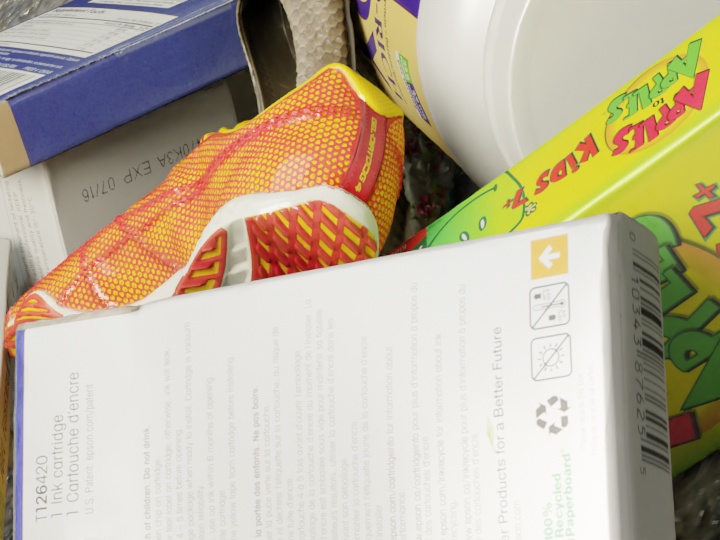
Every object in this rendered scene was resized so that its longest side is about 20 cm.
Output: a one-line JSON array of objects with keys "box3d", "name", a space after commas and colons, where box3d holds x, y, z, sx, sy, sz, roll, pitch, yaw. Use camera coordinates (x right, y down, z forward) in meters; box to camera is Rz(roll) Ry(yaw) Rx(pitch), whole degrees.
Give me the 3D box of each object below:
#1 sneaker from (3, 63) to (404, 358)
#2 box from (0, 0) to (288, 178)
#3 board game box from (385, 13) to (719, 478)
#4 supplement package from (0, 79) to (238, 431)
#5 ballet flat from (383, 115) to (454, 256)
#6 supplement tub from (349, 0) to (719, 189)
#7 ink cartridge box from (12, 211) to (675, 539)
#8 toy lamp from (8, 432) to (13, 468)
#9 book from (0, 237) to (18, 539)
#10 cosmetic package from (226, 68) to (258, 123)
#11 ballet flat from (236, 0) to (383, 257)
[{"box3d": [-0.050, -0.004, 0.762, 0.200, 0.073, 0.077, -25, 37, 44], "name": "sneaker"}, {"box3d": [-0.085, -0.094, 0.908, 0.199, 0.033, 0.121, -29, 22, -26], "name": "box"}, {"box3d": [0.109, -0.011, 0.682, 0.200, 0.102, 0.048, -36, 30, 22], "name": "board game box"}, {"box3d": [-0.151, -0.007, 0.962, 0.199, 0.118, 0.117, -1, 20, 38], "name": "supplement package"}, {"box3d": [0.000, 0.000, 0.874, 0.076, 0.064, 0.200, -36, 30, 22], "name": "ballet flat"}, {"box3d": [0.074, -0.097, 0.800, 0.145, 0.145, 0.200, -47, 26, 3], "name": "supplement tub"}, {"box3d": [-0.007, 0.097, 0.640, 0.199, 0.047, 0.199, -11, 72, 31], "name": "ink cartridge box"}, {"box3d": [-0.145, 0.078, 0.996, 0.058, 0.058, 0.200, -56, 28, -16], "name": "toy lamp"}, {"box3d": [-0.188, 0.069, 0.789, 0.133, 0.048, 0.201, -5, 41, -2], "name": "book"}, {"box3d": [-0.036, -0.092, 1.024, 0.200, 0.087, 0.104, -33, 30, 30], "name": "cosmetic package"}, {"box3d": [-0.026, -0.050, 0.814, 0.067, 0.046, 0.201, 121, 143, -68], "name": "ballet flat"}]
